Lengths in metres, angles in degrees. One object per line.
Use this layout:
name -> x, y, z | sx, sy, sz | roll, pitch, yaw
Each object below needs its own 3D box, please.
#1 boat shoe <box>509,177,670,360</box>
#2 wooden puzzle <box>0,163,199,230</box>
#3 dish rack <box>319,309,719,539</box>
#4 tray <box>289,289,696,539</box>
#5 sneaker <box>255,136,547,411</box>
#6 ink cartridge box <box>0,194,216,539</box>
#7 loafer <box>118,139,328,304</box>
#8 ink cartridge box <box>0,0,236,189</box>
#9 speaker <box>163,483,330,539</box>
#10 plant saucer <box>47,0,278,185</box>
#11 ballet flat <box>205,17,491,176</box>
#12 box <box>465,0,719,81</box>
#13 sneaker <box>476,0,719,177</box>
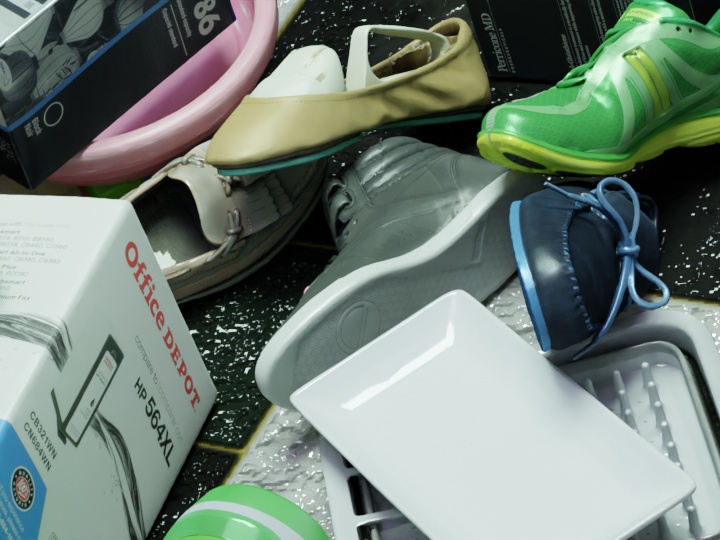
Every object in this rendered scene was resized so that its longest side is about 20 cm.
boat shoe -> 0.114, -0.016, 1.464 | 0.068, 0.084, 0.200 | -11, 17, 11
wooden puzzle -> -0.184, -0.056, 1.704 | 0.185, 0.046, 0.200 | -30, 41, -11
dish rack -> 0.087, 0.107, 1.412 | 0.199, 0.044, 0.172 | -17, 39, 4
tray -> 0.060, 0.086, 1.397 | 0.107, 0.022, 0.200 | -33, 41, -15
sneaker -> 0.000, 0.000, 1.552 | 0.200, 0.071, 0.099 | -38, 41, -28
ink cartridge box -> -0.160, 0.080, 1.464 | 0.084, 0.146, 0.200 | 2, 45, 26
loafer -> -0.100, -0.021, 1.603 | 0.200, 0.063, 0.072 | -34, 72, -14
ink cartridge box -> -0.129, -0.142, 1.600 | 0.039, 0.100, 0.200 | 28, 61, 35
speaker -> -0.084, 0.194, 1.354 | 0.088, 0.089, 0.200 | 7, 47, 29
plant saucer -> -0.141, -0.118, 1.687 | 0.200, 0.051, 0.201 | -8, 45, 8
ballet flat -> -0.010, -0.098, 1.606 | 0.069, 0.063, 0.200 | 3, 14, 44
box -> 0.120, -0.198, 1.616 | 0.141, 0.200, 0.079 | 5, 47, 26
sneaker -> 0.136, -0.097, 1.549 | 0.200, 0.084, 0.074 | -18, 15, -35
